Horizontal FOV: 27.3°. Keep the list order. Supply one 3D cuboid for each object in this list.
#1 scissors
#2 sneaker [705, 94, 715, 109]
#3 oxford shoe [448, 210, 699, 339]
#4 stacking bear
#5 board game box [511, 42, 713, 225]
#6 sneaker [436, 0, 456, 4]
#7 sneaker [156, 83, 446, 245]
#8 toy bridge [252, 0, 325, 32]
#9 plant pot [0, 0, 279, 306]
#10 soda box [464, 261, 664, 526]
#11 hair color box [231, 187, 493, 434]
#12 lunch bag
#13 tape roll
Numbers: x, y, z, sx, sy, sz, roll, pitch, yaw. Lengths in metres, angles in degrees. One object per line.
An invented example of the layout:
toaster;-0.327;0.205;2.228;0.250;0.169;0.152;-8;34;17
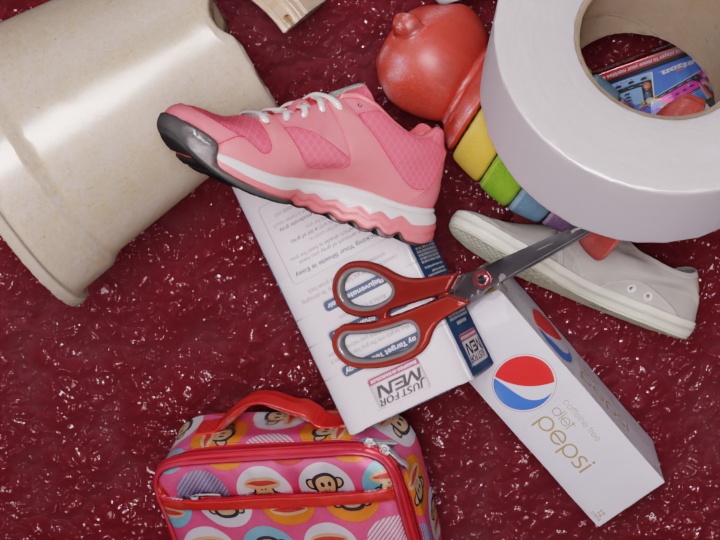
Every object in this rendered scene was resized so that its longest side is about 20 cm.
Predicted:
scissors;0.071;0.016;0.961;0.200;0.014;0.073;-11;90;18
sneaker;0.290;-0.046;1.015;0.077;0.076;0.200;-40;121;22
oxford shoe;0.154;-0.009;1.044;0.200;0.075;0.058;21;90;-16
stacking bear;0.103;-0.104;0.975;0.200;0.121;0.114;33;73;2
board game box;0.193;-0.097;1.042;0.200;0.019;0.103;-20;110;8
sneaker;0.126;-0.249;0.962;0.200;0.075;0.089;-22;97;10
sneaker;-0.032;-0.081;0.916;0.200;0.074;0.087;17;93;-31
toy bridge;-0.103;-0.238;0.952;0.027;0.067;0.200;-31;101;40
plant pot;-0.161;-0.109;0.967;0.183;0.200;0.201;-31;108;0
soda box;0.137;0.089;1.087;0.064;0.068;0.200;-38;105;16
hair color box;0.000;0.000;1.020;0.100;0.061;0.200;-26;87;20
lunch bag;-0.047;0.169;1.099;0.200;0.082;0.176;-6;115;18
tape roll;0.176;-0.120;0.892;0.202;0.203;0.071;1;156;-3
